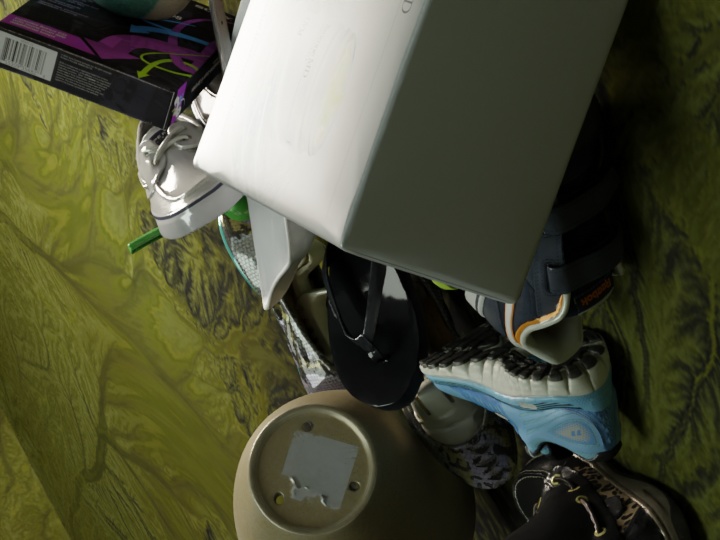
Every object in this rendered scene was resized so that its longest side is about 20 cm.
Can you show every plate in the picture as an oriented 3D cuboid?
[{"bbox_3d":[-0.059,-0.087,1.547,0.200,0.032,0.201,124,140,-77],"label":"plate"}]

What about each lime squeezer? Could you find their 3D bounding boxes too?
[{"bbox_3d":[-0.075,-0.037,1.693,0.038,0.198,0.071,142,133,-86],"label":"lime squeezer"}]

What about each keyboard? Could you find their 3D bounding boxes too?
[{"bbox_3d":[-0.112,-0.208,1.671,0.056,0.011,0.201,94,167,-52],"label":"keyboard"}]

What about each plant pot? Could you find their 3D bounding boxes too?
[{"bbox_3d":[-0.018,0.162,1.625,0.188,0.187,0.200,58,179,18],"label":"plant pot"}]

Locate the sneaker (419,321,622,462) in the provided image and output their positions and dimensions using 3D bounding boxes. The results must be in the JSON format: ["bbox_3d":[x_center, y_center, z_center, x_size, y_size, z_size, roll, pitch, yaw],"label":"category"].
[{"bbox_3d":[0.106,0.086,1.462,0.200,0.078,0.090,16,131,66],"label":"sneaker"}]

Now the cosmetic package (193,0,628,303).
[{"bbox_3d":[0.026,-0.113,1.215,0.200,0.122,0.201,28,99,58],"label":"cosmetic package"}]

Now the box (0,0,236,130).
[{"bbox_3d":[-0.180,-0.173,1.672,0.200,0.142,0.036,-61,-10,-67],"label":"box"}]

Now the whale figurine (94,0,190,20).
[{"bbox_3d":[-0.176,-0.281,1.670,0.159,0.103,0.201,-57,37,41],"label":"whale figurine"}]

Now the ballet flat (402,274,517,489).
[{"bbox_3d":[0.046,0.067,1.587,0.201,0.072,0.072,63,161,9],"label":"ballet flat"}]

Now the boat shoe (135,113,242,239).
[{"bbox_3d":[-0.135,-0.080,1.665,0.066,0.072,0.200,58,-177,-18],"label":"boat shoe"}]

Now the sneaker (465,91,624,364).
[{"bbox_3d":[0.118,-0.027,1.289,0.079,0.078,0.201,44,150,26],"label":"sneaker"}]

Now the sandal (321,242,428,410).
[{"bbox_3d":[-0.001,0.000,1.553,0.076,0.043,0.202,-15,77,33],"label":"sandal"}]

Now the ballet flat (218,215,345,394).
[{"bbox_3d":[-0.043,0.015,1.783,0.201,0.072,0.072,62,161,10],"label":"ballet flat"}]

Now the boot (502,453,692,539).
[{"bbox_3d":[0.111,0.184,1.449,0.200,0.150,0.074,20,133,64],"label":"boot"}]

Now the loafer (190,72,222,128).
[{"bbox_3d":[-0.066,-0.121,1.693,0.200,0.072,0.073,35,124,46],"label":"loafer"}]

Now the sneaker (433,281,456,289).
[{"bbox_3d":[0.049,-0.089,1.350,0.072,0.082,0.201,-1,105,56],"label":"sneaker"}]
